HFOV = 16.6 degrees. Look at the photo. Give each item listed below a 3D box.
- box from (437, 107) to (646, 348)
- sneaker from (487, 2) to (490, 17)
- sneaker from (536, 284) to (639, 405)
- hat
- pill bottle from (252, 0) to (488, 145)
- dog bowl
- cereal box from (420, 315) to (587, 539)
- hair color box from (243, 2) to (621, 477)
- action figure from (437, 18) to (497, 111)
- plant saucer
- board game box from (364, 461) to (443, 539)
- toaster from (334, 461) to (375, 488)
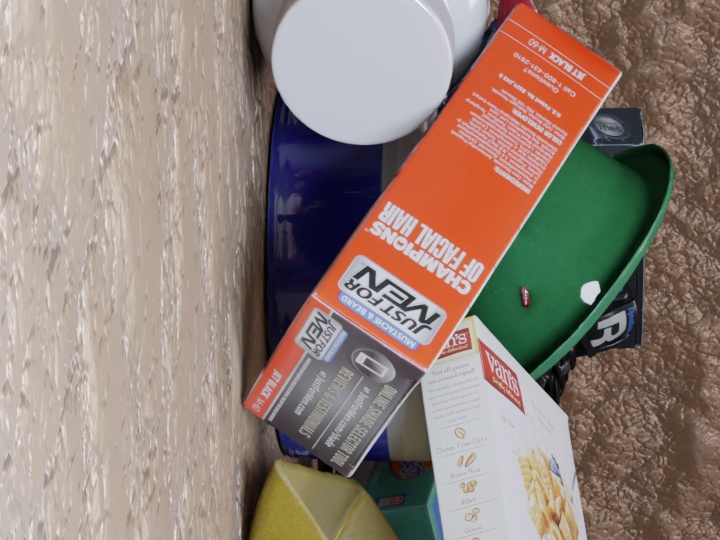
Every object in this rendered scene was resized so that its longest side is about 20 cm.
[{"bbox_3d":[0.081,-0.024,1.563,0.044,0.199,0.161,-86,174,-53],"label":"box"},{"bbox_3d":[0.040,-0.172,1.681,0.200,0.099,0.078,-70,155,-79],"label":"sneaker"},{"bbox_3d":[0.113,0.047,1.431,0.200,0.111,0.073,-102,-176,-52],"label":"sneaker"},{"bbox_3d":[0.053,-0.059,1.303,0.200,0.176,0.166,-55,-162,-14],"label":"hat"},{"bbox_3d":[0.007,-0.140,1.177,0.200,0.111,0.111,-83,172,-60],"label":"pill bottle"},{"bbox_3d":[0.000,0.000,1.293,0.200,0.079,0.201,-1,90,-86],"label":"dog bowl"},{"bbox_3d":[0.078,0.139,1.190,0.144,0.039,0.201,46,32,-57],"label":"cereal box"},{"bbox_3d":[0.034,-0.015,1.119,0.200,0.064,0.111,-56,180,-35],"label":"hair color box"},{"bbox_3d":[0.068,-0.071,1.670,0.200,0.104,0.193,-54,-164,4],"label":"action figure"},{"bbox_3d":[0.017,0.188,1.154,0.200,0.048,0.200,56,4,13],"label":"plant saucer"},{"bbox_3d":[0.050,0.194,1.395,0.152,0.045,0.201,-64,142,-68],"label":"board game box"},{"bbox_3d":[0.044,0.106,1.535,0.114,0.129,0.201,80,10,-70],"label":"toaster"}]
